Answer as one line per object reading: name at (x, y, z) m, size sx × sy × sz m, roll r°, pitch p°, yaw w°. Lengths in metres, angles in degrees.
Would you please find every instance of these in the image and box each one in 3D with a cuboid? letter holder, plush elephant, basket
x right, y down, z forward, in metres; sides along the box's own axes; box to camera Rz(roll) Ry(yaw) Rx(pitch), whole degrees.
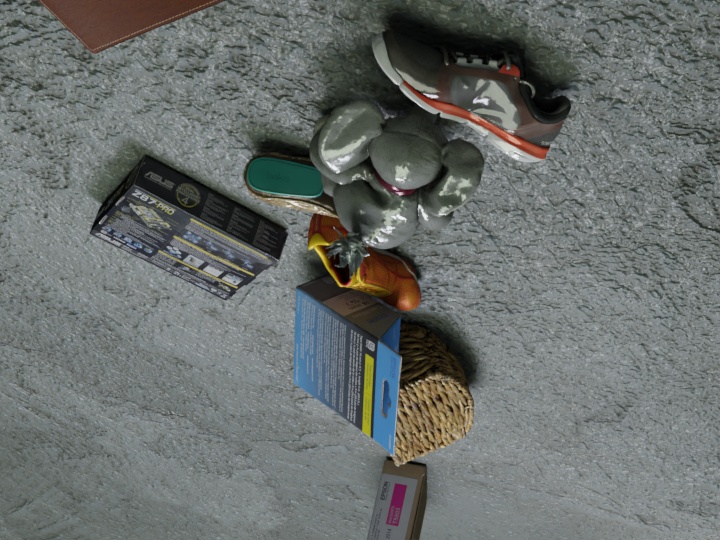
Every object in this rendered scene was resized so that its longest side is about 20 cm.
letter holder at (-0.195, -0.289, 1.046) m, size 0.200 × 0.101 × 0.142 m, roll -11°, pitch 139°, yaw 39°
plush elephant at (0.036, -0.105, 1.196) m, size 0.164 × 0.200 × 0.155 m, roll 29°, pitch 130°, yaw -8°
basket at (0.065, 0.144, 1.686) m, size 0.142 × 0.149 × 0.200 m, roll -24°, pitch 142°, yaw 2°

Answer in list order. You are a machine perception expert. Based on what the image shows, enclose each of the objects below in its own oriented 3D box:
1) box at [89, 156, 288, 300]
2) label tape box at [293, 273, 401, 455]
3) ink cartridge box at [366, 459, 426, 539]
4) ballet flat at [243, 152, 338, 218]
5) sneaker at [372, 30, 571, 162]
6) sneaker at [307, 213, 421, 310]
box at (-0.213, -0.045, 1.517) m, size 0.200 × 0.049 × 0.161 m, roll 28°, pitch 150°, yaw -19°
label tape box at (0.002, 0.112, 1.513) m, size 0.200 × 0.063 × 0.145 m, roll 31°, pitch 129°, yaw 41°
ink cartridge box at (0.057, 0.437, 2.045) m, size 0.075 × 0.200 × 0.165 m, roll 10°, pitch 149°, yaw 10°
ballet flat at (-0.028, -0.089, 1.354) m, size 0.200 × 0.071 × 0.065 m, roll 16°, pitch 178°, yaw 6°
sneaker at (0.106, -0.179, 1.135) m, size 0.200 × 0.077 × 0.082 m, roll 26°, pitch 122°, yaw -19°
sneaker at (0.000, 0.000, 1.461) m, size 0.073 × 0.077 × 0.200 m, roll -13°, pitch 141°, yaw 38°
